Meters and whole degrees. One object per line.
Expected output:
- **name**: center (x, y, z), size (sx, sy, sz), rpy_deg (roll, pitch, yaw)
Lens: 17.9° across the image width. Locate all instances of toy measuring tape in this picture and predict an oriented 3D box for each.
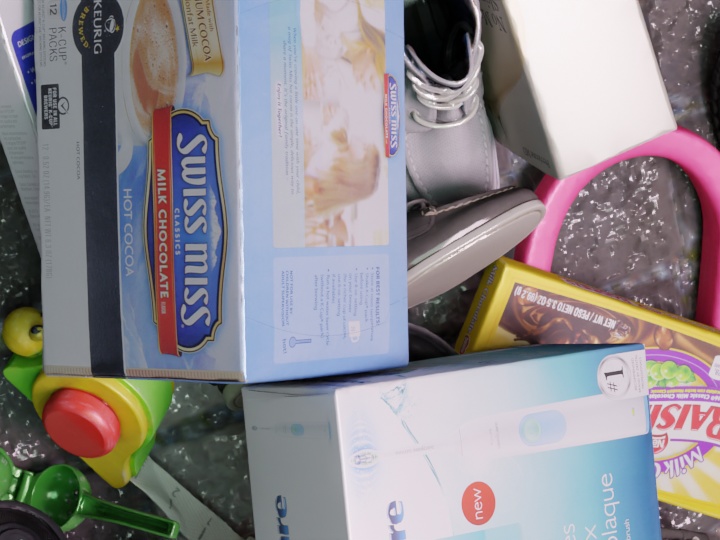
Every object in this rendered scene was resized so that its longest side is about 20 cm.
- **toy measuring tape**: center (-0.107, 0.087, 1.194), size (0.074, 0.074, 0.200), rpy_deg (-45, 108, -1)

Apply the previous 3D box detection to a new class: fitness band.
- **fitness band**: center (0.149, 0.014, 1.281), size (0.143, 0.037, 0.201), rpy_deg (-2, 107, -18)

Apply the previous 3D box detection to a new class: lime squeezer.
- **lime squeezer**: center (-0.185, 0.114, 1.186), size (0.199, 0.071, 0.038), rpy_deg (16, 97, 9)

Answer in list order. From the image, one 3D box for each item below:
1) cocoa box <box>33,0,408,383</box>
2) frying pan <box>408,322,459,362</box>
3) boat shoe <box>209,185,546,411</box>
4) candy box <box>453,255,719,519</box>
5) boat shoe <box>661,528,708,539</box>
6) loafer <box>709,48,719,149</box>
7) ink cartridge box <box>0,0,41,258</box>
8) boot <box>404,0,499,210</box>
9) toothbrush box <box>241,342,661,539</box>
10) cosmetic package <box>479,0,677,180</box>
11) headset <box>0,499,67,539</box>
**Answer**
- **cocoa box**: center (-0.064, -0.048, 1.095), size (0.133, 0.131, 0.201), rpy_deg (-2, 92, -53)
- **frying pan**: center (0.010, 0.120, 1.174), size (0.115, 0.031, 0.191), rpy_deg (15, 75, -27)
- **boat shoe**: center (0.000, 0.000, 1.198), size (0.200, 0.067, 0.057), rpy_deg (-32, 74, 6)
- **candy box**: center (0.141, 0.067, 1.262), size (0.200, 0.026, 0.102), rpy_deg (18, 102, -24)
- **boat shoe**: center (0.113, 0.147, 1.279), size (0.200, 0.067, 0.057), rpy_deg (23, 73, -26)
- **loafer**: center (0.251, -0.057, 1.282), size (0.071, 0.073, 0.200), rpy_deg (-25, 119, -16)
- **ink cartridge box**: center (-0.135, -0.074, 1.141), size (0.095, 0.037, 0.200), rpy_deg (-36, 120, -43)
- **boot**: center (0.032, -0.098, 1.179), size (0.073, 0.096, 0.200), rpy_deg (-27, 112, -9)
- **toothbrush box**: center (0.049, 0.117, 1.134), size (0.200, 0.085, 0.147), rpy_deg (-5, 91, -36)
- **cosmetic package**: center (0.086, -0.159, 1.176), size (0.073, 0.104, 0.200), rpy_deg (-23, 110, -10)
- **headset**: center (-0.207, 0.172, 1.156), size (0.123, 0.094, 0.200), rpy_deg (-25, 131, 35)
